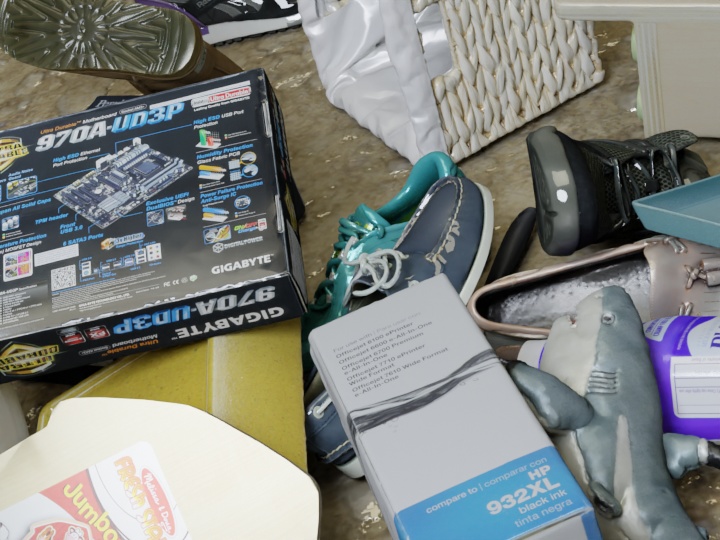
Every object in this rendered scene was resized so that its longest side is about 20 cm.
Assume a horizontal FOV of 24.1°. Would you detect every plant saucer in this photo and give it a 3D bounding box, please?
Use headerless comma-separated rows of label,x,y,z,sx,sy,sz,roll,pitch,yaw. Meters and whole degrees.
plant saucer,0.244,-0.045,0.988,0.070,0.019,0.199,18,26,42
plant saucer,-0.124,0.106,0.973,0.199,0.048,0.200,-32,32,19

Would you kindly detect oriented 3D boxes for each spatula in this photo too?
spatula,0.070,0.021,1.054,0.056,0.021,0.200,-35,12,46

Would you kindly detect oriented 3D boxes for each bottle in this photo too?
bottle,0.183,0.058,0.902,0.199,0.066,0.083,-2,13,26

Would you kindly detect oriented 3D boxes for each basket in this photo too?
basket,0.051,-0.211,1.230,0.160,0.199,0.200,-26,34,-14

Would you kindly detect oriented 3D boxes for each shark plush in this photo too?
shark plush,0.143,0.097,0.826,0.083,0.091,0.200,-27,49,-5

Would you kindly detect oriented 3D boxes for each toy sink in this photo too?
toy sink,0.242,-0.164,1.128,0.199,0.112,0.131,3,41,20

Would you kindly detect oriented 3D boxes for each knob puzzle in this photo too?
knob puzzle,-0.109,0.157,0.872,0.218,0.030,0.221,-1,82,8

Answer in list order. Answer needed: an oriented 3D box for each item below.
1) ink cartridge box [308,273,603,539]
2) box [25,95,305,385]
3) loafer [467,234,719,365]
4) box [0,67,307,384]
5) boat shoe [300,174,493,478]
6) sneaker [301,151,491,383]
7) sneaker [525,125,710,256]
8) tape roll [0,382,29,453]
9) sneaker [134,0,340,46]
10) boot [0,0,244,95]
ink cartridge box,0.056,0.119,0.827,0.083,0.146,0.200,-24,35,-3
box,-0.155,-0.023,1.165,0.148,0.107,0.200,2,41,30
loafer,0.158,0.016,0.965,0.199,0.063,0.072,-13,70,19
box,-0.138,-0.027,0.995,0.199,0.046,0.160,-13,53,5
boat shoe,0.015,0.022,0.999,0.201,0.062,0.075,-62,22,-16
sneaker,0.000,0.000,1.074,0.077,0.080,0.200,17,51,44
sneaker,0.157,-0.051,1.008,0.113,0.077,0.199,-7,-1,11
tape roll,-0.288,0.125,0.957,0.138,0.203,0.203,-12,36,15
sneaker,-0.102,-0.253,1.458,0.199,0.088,0.076,-17,35,7
boot,-0.170,-0.153,1.257,0.174,0.200,0.067,18,87,12
